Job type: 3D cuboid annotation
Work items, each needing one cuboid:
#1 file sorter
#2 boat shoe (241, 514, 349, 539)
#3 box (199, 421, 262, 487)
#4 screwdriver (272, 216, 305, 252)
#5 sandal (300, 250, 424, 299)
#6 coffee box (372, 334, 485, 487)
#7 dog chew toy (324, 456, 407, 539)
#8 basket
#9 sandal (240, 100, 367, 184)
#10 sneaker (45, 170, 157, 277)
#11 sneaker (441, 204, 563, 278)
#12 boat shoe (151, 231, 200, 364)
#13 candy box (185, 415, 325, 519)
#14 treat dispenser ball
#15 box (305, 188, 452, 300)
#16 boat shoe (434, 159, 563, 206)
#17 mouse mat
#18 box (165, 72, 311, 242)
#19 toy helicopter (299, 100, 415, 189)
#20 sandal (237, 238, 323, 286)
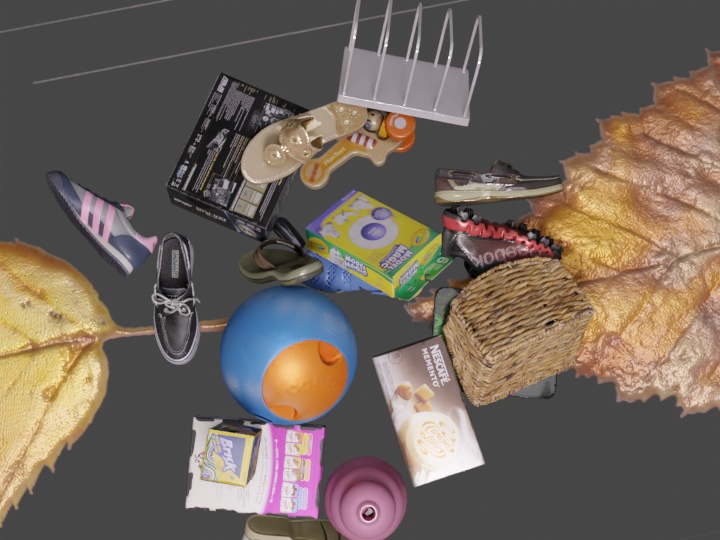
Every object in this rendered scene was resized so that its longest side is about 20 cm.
[{"bbox_3d":[0.077,-0.320,1.574,0.198,0.125,0.139,10,43,-5],"label":"file sorter"},{"bbox_3d":[-0.079,0.416,1.579,0.198,0.075,0.069,13,112,-7],"label":"boat shoe"},{"bbox_3d":[-0.175,0.251,1.459,0.064,0.200,0.071,9,84,-1],"label":"box"},{"bbox_3d":[-0.158,-0.105,1.634,0.028,0.029,0.200,-44,90,-4],"label":"screwdriver"},{"bbox_3d":[0.000,0.000,1.602,0.198,0.087,0.080,3,87,1],"label":"sandal"},{"bbox_3d":[0.101,0.207,1.586,0.114,0.080,0.201,-18,86,2],"label":"coffee box"},{"bbox_3d":[0.009,0.334,1.517,0.123,0.200,0.126,0,85,-2],"label":"dog chew toy"},{"bbox_3d":[0.225,0.085,1.582,0.199,0.149,0.143,-23,58,-17],"label":"basket"},{"bbox_3d":[-0.079,-0.200,1.533,0.211,0.070,0.078,-29,87,-16],"label":"sandal"},{"bbox_3d":[-0.395,-0.086,1.618,0.082,0.070,0.200,-41,90,-21],"label":"sneaker"},{"bbox_3d":[0.209,-0.030,1.618,0.199,0.071,0.099,14,103,-11],"label":"sneaker"},{"bbox_3d":[-0.279,0.042,1.601,0.073,0.068,0.201,3,86,-1],"label":"boat shoe"},{"bbox_3d":[-0.155,0.293,1.587,0.198,0.061,0.138,5,85,-1],"label":"candy box"},{"bbox_3d":[-0.104,0.122,1.533,0.199,0.201,0.203,0,85,-1],"label":"treat dispenser ball"},{"bbox_3d":[0.028,-0.037,1.559,0.199,0.049,0.117,30,54,28],"label":"box"},{"bbox_3d":[0.211,-0.138,1.624,0.199,0.072,0.067,-5,91,3],"label":"boat shoe"},{"bbox_3d":[0.208,0.112,1.637,0.198,0.008,0.162,4,85,0],"label":"mouse mat"},{"bbox_3d":[-0.177,-0.169,1.597,0.163,0.086,0.201,22,75,1],"label":"box"},{"bbox_3d":[-0.017,-0.204,1.623,0.200,0.079,0.132,-39,81,-4],"label":"toy helicopter"},{"bbox_3d":[-0.118,-0.020,1.555,0.080,0.200,0.058,-31,109,-27],"label":"sandal"}]
